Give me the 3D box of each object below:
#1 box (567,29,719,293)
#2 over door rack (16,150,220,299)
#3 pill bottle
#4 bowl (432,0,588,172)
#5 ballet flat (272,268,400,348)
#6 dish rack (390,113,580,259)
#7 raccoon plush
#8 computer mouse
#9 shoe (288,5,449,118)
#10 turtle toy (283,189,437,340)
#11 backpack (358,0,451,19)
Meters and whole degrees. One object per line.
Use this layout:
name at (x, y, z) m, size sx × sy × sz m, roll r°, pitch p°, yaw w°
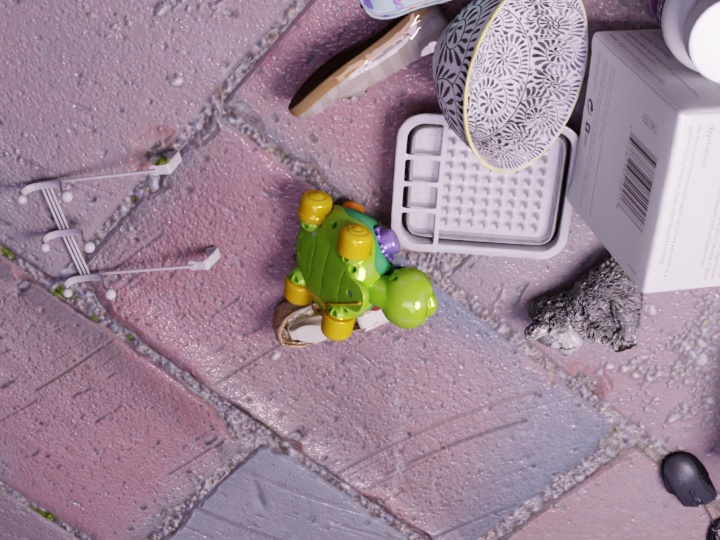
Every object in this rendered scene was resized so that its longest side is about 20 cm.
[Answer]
box at (0.315, -0.115, 1.242) m, size 0.130 × 0.200 × 0.199 m, roll -5°, pitch 123°, yaw -14°
over door rack at (-0.283, -0.046, 1.438) m, size 0.199 × 0.067 × 0.148 m, roll -11°, pitch 121°, yaw 12°
pill bottle at (0.335, -0.252, 1.167) m, size 0.112 × 0.200 × 0.113 m, roll 2°, pitch 121°, yaw 3°
bowl at (0.136, -0.208, 1.257) m, size 0.094 × 0.201 × 0.201 m, roll 26°, pitch 132°, yaw 38°
ballet flat at (-0.013, 0.053, 1.475) m, size 0.200 × 0.065 × 0.071 m, roll -19°, pitch 118°, yaw 16°
dish rack at (0.137, -0.099, 1.378) m, size 0.199 × 0.044 × 0.172 m, roll 5°, pitch 122°, yaw 3°
raccoon plush at (0.260, 0.009, 1.425) m, size 0.134 × 0.097 × 0.201 m, roll 7°, pitch 103°, yaw 13°
computer mouse at (0.447, 0.313, 1.613) m, size 0.059 × 0.034 × 0.200 m, roll -26°, pitch 117°, yaw 19°
shoe at (0.009, -0.212, 1.302) m, size 0.200 × 0.070 × 0.053 m, roll -32°, pitch 111°, yaw 23°
turtle toy at (0.000, 0.000, 1.392) m, size 0.101 × 0.200 × 0.146 m, roll -15°, pitch 131°, yaw -37°
backpack at (0.051, -0.350, 1.174) m, size 0.177 × 0.151 × 0.200 m, roll -13°, pitch 115°, yaw 15°
